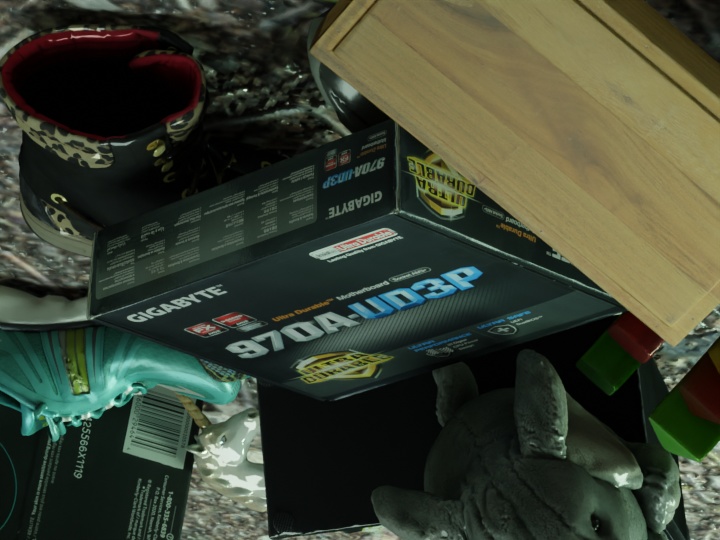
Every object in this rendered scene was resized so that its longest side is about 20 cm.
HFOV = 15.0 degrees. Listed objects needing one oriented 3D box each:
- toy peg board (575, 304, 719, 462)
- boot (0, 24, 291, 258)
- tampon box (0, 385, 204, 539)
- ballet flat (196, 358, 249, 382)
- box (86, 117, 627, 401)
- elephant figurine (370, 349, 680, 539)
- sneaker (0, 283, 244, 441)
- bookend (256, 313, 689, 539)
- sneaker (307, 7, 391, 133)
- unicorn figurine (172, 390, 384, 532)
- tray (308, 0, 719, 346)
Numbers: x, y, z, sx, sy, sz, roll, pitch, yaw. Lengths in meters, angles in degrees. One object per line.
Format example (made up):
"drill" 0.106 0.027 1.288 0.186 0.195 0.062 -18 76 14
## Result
"toy peg board" 0.198 0.048 1.238 0.200 0.098 0.199 41 168 5
"boot" -0.076 -0.051 1.300 0.199 0.073 0.151 12 158 9
"tampon box" -0.191 0.149 1.664 0.126 0.151 0.200 16 154 -15
"ballet flat" -0.034 0.010 1.425 0.074 0.075 0.200 26 147 -32
"box" 0.000 0.000 1.238 0.199 0.046 0.159 -18 152 40
"elephant figurine" 0.080 0.108 1.250 0.154 0.142 0.200 8 172 14
"sneaker" -0.164 0.060 1.550 0.199 0.080 0.078 5 156 5
"bookend" 0.065 0.101 1.464 0.199 0.093 0.199 -8 164 9
"sneaker" 0.068 -0.083 1.203 0.199 0.076 0.079 16 143 -32
"unicorn figurine" -0.010 0.119 1.618 0.137 0.074 0.200 -15 146 25
"tray" 0.087 -0.067 1.122 0.200 0.037 0.099 39 116 -10
